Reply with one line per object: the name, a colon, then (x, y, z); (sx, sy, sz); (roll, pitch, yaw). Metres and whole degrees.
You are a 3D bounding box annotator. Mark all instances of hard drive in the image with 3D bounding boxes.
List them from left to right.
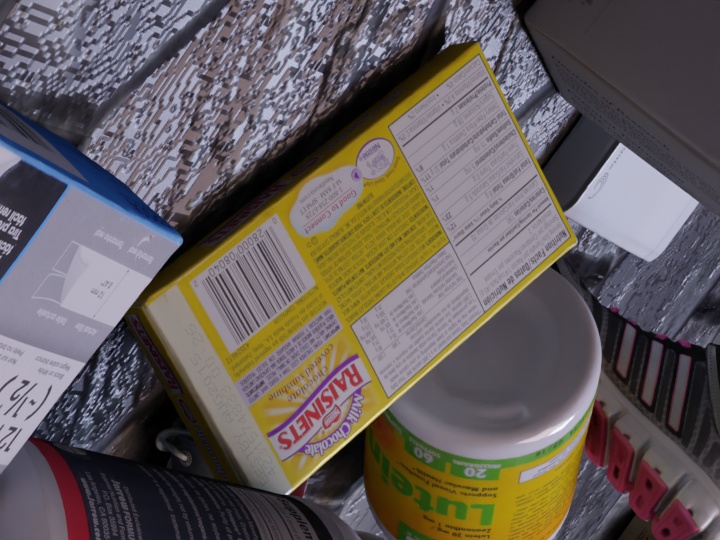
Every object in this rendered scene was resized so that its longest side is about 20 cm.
hard drive: (0.166, -0.075, 1.301); (0.132, 0.027, 0.200); (-54, 160, 6)

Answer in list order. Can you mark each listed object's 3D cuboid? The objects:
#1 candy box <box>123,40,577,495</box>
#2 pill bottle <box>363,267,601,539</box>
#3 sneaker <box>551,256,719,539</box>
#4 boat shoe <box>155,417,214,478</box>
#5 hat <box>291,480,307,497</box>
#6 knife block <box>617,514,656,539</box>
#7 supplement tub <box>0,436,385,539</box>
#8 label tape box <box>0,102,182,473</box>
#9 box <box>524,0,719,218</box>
candy box: (0.000, 0.000, 0.981); (0.200, 0.026, 0.103); (-39, 113, -30)
pill bottle: (0.057, 0.086, 1.215); (0.111, 0.111, 0.200); (-42, 158, -24)
sneaker: (0.153, 0.060, 1.239); (0.087, 0.200, 0.074); (-28, 151, -18)
boat shoe: (-0.058, 0.069, 1.041); (0.062, 0.073, 0.200); (31, 108, -29)
hat: (-0.086, 0.196, 1.023); (0.165, 0.177, 0.200); (-32, 174, 30)
knife block: (0.293, 0.252, 1.920); (0.064, 0.175, 0.200); (-56, 160, 15)
supplement tub: (-0.077, 0.142, 0.873); (0.199, 0.141, 0.141); (17, 114, -34)
label tape box: (-0.158, 0.038, 0.733); (0.200, 0.066, 0.143); (-54, 160, 1)
box: (0.216, -0.114, 1.088); (0.199, 0.200, 0.131); (-50, 162, -1)
